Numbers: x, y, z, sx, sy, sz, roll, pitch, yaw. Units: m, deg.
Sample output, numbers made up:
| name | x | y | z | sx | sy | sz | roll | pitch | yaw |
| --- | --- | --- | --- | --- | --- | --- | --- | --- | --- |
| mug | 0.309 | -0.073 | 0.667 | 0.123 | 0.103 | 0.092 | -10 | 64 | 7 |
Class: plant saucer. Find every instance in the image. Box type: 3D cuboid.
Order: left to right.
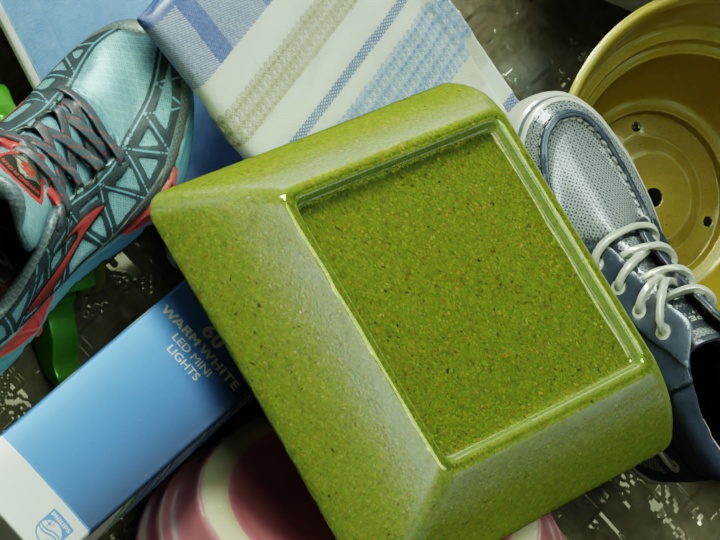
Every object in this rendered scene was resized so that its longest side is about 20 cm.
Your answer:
| name | x | y | z | sx | sy | sz | roll | pitch | yaw |
| --- | --- | --- | --- | --- | --- | --- | --- | --- | --- |
| plant saucer | 0.001 | 0.121 | 1.267 | 0.200 | 0.051 | 0.201 | 7 | 32 | -4 |
| plant saucer | 0.037 | 0.015 | 1.254 | 0.200 | 0.048 | 0.200 | -24 | 79 | -40 |

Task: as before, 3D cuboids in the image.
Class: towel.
| name | x | y | z | sx | sy | sz | roll | pitch | yaw |
| --- | --- | --- | --- | --- | --- | --- | --- | --- | --- |
| towel | -0.009 | -0.089 | 1.317 | 0.200 | 0.024 | 0.147 | 52 | 57 | -28 |

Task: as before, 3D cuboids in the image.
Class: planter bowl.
| name | x | y | z | sx | sy | sz | roll | pitch | yaw |
| --- | --- | --- | --- | --- | --- | --- | --- | --- | --- |
| planter bowl | 0.167 | -0.040 | 1.465 | 0.200 | 0.083 | 0.200 | 1 | 87 | -24 |

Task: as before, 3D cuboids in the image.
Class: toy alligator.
| name | x | y | z | sx | sy | sz | roll | pitch | yaw |
| --- | --- | --- | --- | --- | --- | --- | --- | --- | --- |
| toy alligator | -0.159 | -0.046 | 1.312 | 0.059 | 0.054 | 0.200 | -12 | 75 | -34 |

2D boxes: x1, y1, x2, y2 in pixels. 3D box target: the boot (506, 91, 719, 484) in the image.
| name | x | y | z | sx | sy | sz | roll | pitch | yaw |
| --- | --- | --- | --- | --- | --- | --- | --- | --- | --- |
| boot | 0.135 | 0.006 | 1.352 | 0.073 | 0.090 | 0.200 | -27 | 99 | -24 |

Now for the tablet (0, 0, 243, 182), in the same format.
| name | x | y | z | sx | sy | sz | roll | pitch | yaw |
| --- | --- | --- | --- | --- | --- | --- | --- | --- | --- |
| tablet | -0.103 | -0.131 | 1.331 | 0.130 | 0.014 | 0.200 | -27 | 91 | -10 |

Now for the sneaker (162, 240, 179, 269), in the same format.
| name | x | y | z | sx | sy | sz | roll | pitch | yaw |
| --- | --- | --- | --- | --- | --- | --- | --- | --- | --- |
| sneaker | 0.000 | 0.000 | 1.375 | 0.200 | 0.075 | 0.087 | 5 | 71 | -27 |

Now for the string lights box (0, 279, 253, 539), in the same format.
| name | x | y | z | sx | sy | sz | roll | pitch | yaw |
| --- | --- | --- | --- | --- | --- | --- | --- | --- | --- |
| string lights box | -0.105 | 0.069 | 1.262 | 0.059 | 0.103 | 0.200 | 47 | 53 | 1 |

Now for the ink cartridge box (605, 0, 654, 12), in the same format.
| name | x | y | z | sx | sy | sz | roll | pitch | yaw |
| --- | --- | --- | --- | --- | --- | --- | --- | --- | --- |
| ink cartridge box | 0.191 | -0.221 | 1.491 | 0.200 | 0.145 | 0.147 | 9 | 61 | -61 |

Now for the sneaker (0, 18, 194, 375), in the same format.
| name | x | y | z | sx | sy | sz | roll | pitch | yaw |
| --- | --- | --- | --- | --- | --- | --- | --- | --- | --- |
| sneaker | -0.136 | -0.029 | 1.232 | 0.079 | 0.096 | 0.200 | 34 | 76 | 4 |
